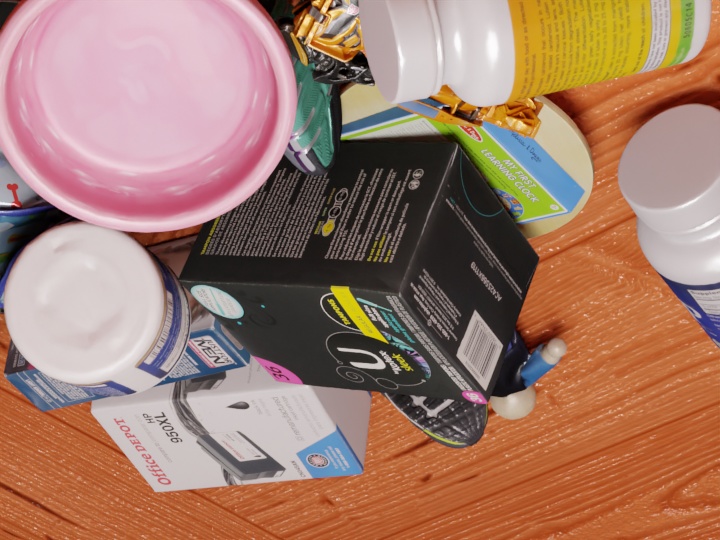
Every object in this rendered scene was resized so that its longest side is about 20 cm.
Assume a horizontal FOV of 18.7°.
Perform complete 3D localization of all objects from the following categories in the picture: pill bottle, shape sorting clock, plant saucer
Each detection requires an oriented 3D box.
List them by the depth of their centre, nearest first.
[{"bbox_3d":[0.104,-0.163,1.342,0.198,0.112,0.111,-13,148,-13],"label":"pill bottle"},{"bbox_3d":[-0.140,-0.120,1.418,0.199,0.051,0.202,-1,125,-1],"label":"plant saucer"},{"bbox_3d":[0.266,-0.026,1.562,0.119,0.120,0.200,-16,139,28],"label":"pill bottle"},{"bbox_3d":[-0.181,0.032,1.565,0.110,0.112,0.200,3,173,4],"label":"pill bottle"},{"bbox_3d":[0.071,-0.085,1.577,0.198,0.039,0.201,14,150,8],"label":"shape sorting clock"}]

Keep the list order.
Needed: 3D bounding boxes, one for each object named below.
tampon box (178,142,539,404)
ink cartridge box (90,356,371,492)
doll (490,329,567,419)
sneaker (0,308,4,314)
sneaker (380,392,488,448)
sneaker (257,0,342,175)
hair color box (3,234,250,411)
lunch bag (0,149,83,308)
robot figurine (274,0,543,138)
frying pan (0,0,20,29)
[{"bbox_3d":[0.000,0.000,1.590,0.199,0.127,0.150,3,148,36],"label":"tampon box"},{"bbox_3d":[-0.107,0.111,1.844,0.198,0.085,0.145,-7,143,19],"label":"ink cartridge box"},{"bbox_3d":[0.102,0.063,1.776,0.135,0.049,0.200,-7,143,20],"label":"doll"},{"bbox_3d":[-0.312,0.035,1.774,0.105,0.075,0.201,1,144,11],"label":"sneaker"},{"bbox_3d":[0.034,0.071,1.700,0.074,0.200,0.081,-38,144,-8],"label":"sneaker"},{"bbox_3d":[-0.080,-0.146,1.499,0.087,0.075,0.201,-1,135,28],"label":"sneaker"},{"bbox_3d":[-0.180,0.040,1.740,0.199,0.101,0.061,-13,140,25],"label":"hair color box"},{"bbox_3d":[-0.261,-0.052,1.593,0.198,0.129,0.170,6,160,-17],"label":"lunch bag"},{"bbox_3d":[0.044,-0.164,1.426,0.199,0.058,0.146,18,120,-20],"label":"robot figurine"},{"bbox_3d":[-0.201,-0.150,1.532,0.188,0.031,0.115,9,147,-9],"label":"frying pan"}]
